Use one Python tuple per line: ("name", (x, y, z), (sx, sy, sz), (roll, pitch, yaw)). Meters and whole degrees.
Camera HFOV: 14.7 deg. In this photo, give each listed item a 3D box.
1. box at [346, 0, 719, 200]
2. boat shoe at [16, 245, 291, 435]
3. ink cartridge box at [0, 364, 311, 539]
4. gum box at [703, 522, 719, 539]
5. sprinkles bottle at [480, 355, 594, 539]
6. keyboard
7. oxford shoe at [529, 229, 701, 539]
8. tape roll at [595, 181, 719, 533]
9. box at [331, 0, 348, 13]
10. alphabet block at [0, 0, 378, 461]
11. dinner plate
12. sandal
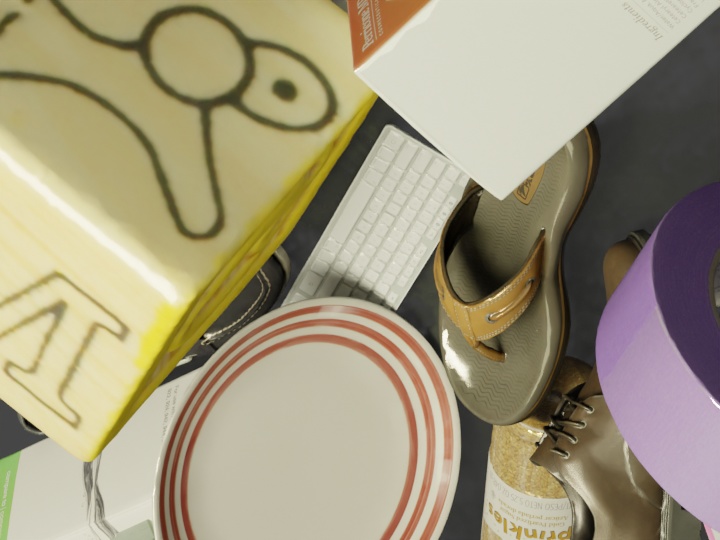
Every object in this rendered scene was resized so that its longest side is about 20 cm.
("box", (0.096, -0.150, 1.249), (0.097, 0.124, 0.200), (40, 111, -22))
("boat shoe", (-0.119, 0.039, 1.564), (0.200, 0.063, 0.073), (-28, 116, 35))
("ink cartridge box", (-0.113, 0.150, 1.622), (0.200, 0.084, 0.145), (-25, 133, 33))
("gum box", (0.246, 0.158, 1.506), (0.066, 0.114, 0.200), (-7, 126, 22))
("sprinkles bottle", (0.101, 0.140, 1.572), (0.068, 0.068, 0.200), (11, 131, 10))
("keyboard", (0.000, 0.000, 1.526), (0.056, 0.011, 0.200), (27, 132, -5))
("oxford shoe", (0.132, 0.079, 1.454), (0.084, 0.073, 0.201), (-1, 94, -8))
("tape roll", (0.218, 0.049, 1.366), (0.200, 0.200, 0.066), (27, 132, -5))
("box", (0.018, -0.150, 1.370), (0.200, 0.048, 0.117), (-11, 123, 29))
("alphabet block", (-0.133, -0.063, 1.351), (0.200, 0.195, 0.196), (39, 148, 2))
("dinner plate", (-0.031, 0.111, 1.530), (0.024, 0.200, 0.200), (18, 145, 54))
("sandal", (0.073, -0.005, 1.440), (0.082, 0.055, 0.200), (37, 131, 28))
